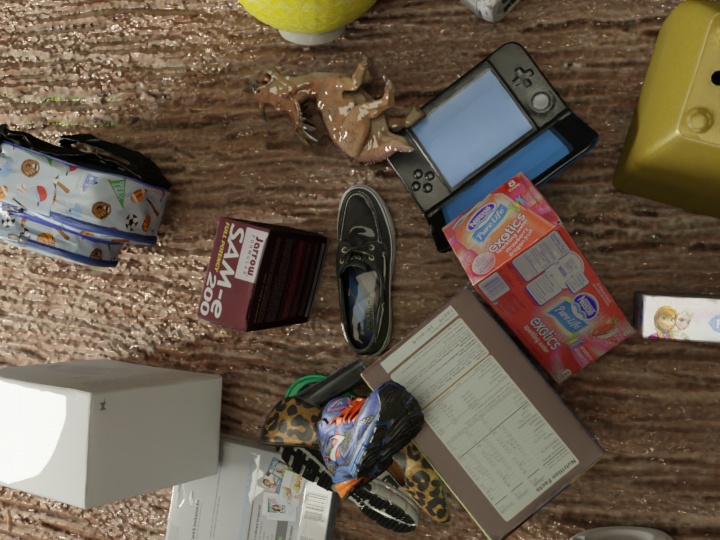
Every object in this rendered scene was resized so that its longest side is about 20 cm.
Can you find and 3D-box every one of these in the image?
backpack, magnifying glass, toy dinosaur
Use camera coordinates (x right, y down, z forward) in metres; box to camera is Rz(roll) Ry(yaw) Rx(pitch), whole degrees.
[{"bbox_3d":[-0.328,-0.083,1.053,0.190,0.200,0.155,10,97,8],"label":"backpack"},{"bbox_3d":[0.004,0.176,1.044,0.199,0.022,0.080,15,94,16],"label":"magnifying glass"},{"bbox_3d":[-0.017,-0.171,1.009,0.136,0.086,0.200,-46,70,11],"label":"toy dinosaur"}]

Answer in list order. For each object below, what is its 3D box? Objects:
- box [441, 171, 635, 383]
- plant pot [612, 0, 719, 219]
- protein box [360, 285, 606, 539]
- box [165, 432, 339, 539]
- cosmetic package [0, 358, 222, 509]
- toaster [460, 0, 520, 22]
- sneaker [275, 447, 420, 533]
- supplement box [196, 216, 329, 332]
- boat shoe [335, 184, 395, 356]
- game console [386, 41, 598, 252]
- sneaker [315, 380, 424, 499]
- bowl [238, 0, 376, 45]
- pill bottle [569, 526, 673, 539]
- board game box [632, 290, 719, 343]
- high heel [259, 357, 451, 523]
[{"bbox_3d":[0.183,0.011,0.901,0.102,0.200,0.095,-36,40,12],"label":"box"},{"bbox_3d":[0.367,-0.154,0.859,0.193,0.200,0.196,18,95,14],"label":"plant pot"},{"bbox_3d":[0.124,0.142,0.912,0.135,0.199,0.200,-39,80,2],"label":"protein box"},{"bbox_3d":[-0.129,0.286,1.066,0.199,0.041,0.157,9,91,13],"label":"box"},{"bbox_3d":[-0.296,0.174,1.004,0.199,0.199,0.124,2,90,33],"label":"cosmetic package"},{"bbox_3d":[0.143,-0.364,0.965,0.200,0.114,0.129,-45,82,8],"label":"toaster"},{"bbox_3d":[-0.011,0.210,1.003,0.200,0.080,0.074,34,141,1],"label":"sneaker"},{"bbox_3d":[-0.101,0.004,0.979,0.061,0.200,0.109,15,93,14],"label":"supplement box"},{"bbox_3d":[0.000,0.000,1.021,0.070,0.066,0.201,1,90,15],"label":"boat shoe"},{"bbox_3d":[0.129,-0.138,0.960,0.200,0.118,0.171,-36,79,11],"label":"game console"},{"bbox_3d":[-0.005,0.148,0.820,0.075,0.200,0.079,-30,72,-30],"label":"sneaker"},{"bbox_3d":[-0.058,-0.322,1.007,0.199,0.200,0.108,14,136,14],"label":"bowl"},{"bbox_3d":[0.279,0.378,0.922,0.111,0.111,0.201,-6,88,14],"label":"pill bottle"},{"bbox_3d":[0.369,0.046,0.856,0.199,0.199,0.041,3,90,15],"label":"board game box"},{"bbox_3d":[-0.006,0.205,0.928,0.142,0.071,0.200,-29,74,-25],"label":"high heel"}]
